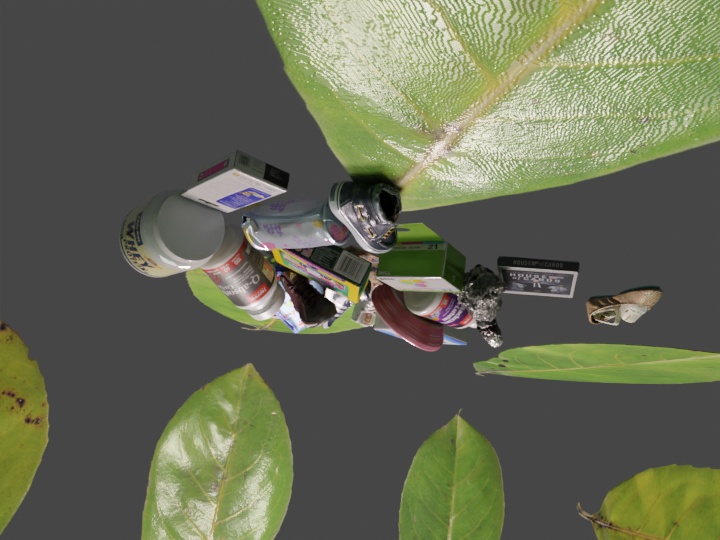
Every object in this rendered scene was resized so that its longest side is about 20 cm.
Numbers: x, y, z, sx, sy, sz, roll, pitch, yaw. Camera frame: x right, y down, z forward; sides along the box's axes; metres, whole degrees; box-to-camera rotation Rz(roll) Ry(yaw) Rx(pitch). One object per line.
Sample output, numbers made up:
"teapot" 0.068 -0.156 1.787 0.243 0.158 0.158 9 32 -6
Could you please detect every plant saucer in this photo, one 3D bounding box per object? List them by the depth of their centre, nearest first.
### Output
"plant saucer" 0.116 0.094 1.323 0.199 0.051 0.201 33 -159 -14

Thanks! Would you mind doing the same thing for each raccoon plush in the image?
"raccoon plush" 0.267 0.075 1.160 0.201 0.096 0.134 53 -178 -14

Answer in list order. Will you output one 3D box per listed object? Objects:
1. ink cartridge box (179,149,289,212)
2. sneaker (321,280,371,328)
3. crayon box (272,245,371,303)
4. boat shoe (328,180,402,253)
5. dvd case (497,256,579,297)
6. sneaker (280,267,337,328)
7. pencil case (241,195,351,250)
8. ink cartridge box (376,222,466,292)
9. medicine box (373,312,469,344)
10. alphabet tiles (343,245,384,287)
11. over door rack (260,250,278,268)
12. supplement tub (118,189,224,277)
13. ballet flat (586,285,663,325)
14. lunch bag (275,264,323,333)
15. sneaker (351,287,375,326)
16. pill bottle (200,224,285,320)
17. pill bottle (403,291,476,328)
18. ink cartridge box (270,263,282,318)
"ink cartridge box" -0.206 -0.137 0.934 0.094 0.038 0.199 19 161 -37
"sneaker" -0.034 0.067 1.337 0.107 0.071 0.201 3 139 -8
"crayon box" -0.079 -0.017 1.167 0.198 0.059 0.173 28 168 4
"boat shoe" 0.033 -0.077 0.923 0.090 0.072 0.200 6 164 30
"dvd case" 0.356 0.016 1.173 0.148 0.025 0.200 4 166 19
"sneaker" -0.126 0.048 1.247 0.116 0.075 0.199 60 163 -20
"pencil case" -0.108 -0.081 0.985 0.198 0.084 0.091 0 155 34
"ink cartridge box" 0.092 -0.021 1.099 0.146 0.077 0.199 0 164 33
"medicine box" 0.170 0.133 1.596 0.198 0.104 0.181 -4 161 45
"alphabet tiles" 0.000 0.000 1.317 0.198 0.008 0.166 20 150 -37
"over door rack" -0.298 -0.021 1.386 0.146 0.068 0.199 19 163 -31
"supplement tub" -0.347 -0.067 1.073 0.144 0.147 0.199 19 163 -35
"ballet flat" 0.544 0.079 1.205 0.069 0.066 0.200 13 165 -11
"lunch bag" -0.151 0.047 1.396 0.149 0.095 0.200 -28 143 11
"sneaker" 0.036 0.086 1.478 0.073 0.117 0.200 16 163 -18
"pill bottle" -0.248 0.009 1.240 0.115 0.117 0.201 0 141 34
"pill bottle" 0.199 0.065 1.290 0.198 0.113 0.111 20 162 -38
"ink cartridge box" -0.227 0.062 1.560 0.066 0.118 0.200 6 166 8
